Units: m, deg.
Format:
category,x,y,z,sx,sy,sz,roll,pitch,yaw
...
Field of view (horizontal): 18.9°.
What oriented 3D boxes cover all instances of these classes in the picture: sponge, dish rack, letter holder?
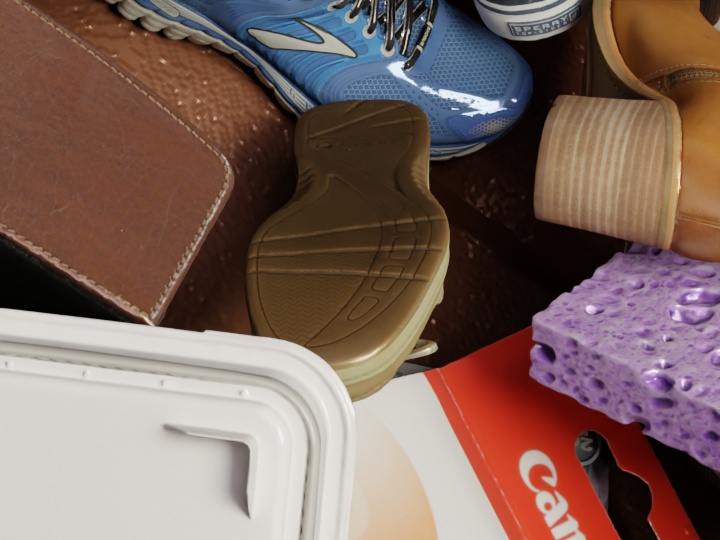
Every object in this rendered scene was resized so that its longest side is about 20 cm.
category,x,y,z,sx,sy,sz,roll,pitch,yaw
sponge,0.171,0.043,0.777,0.199,0.030,0.111,26,39,31
dish rack,-0.107,0.102,0.716,0.199,0.044,0.173,7,97,8
letter holder,-0.146,-0.068,0.809,0.200,0.101,0.143,33,59,-9

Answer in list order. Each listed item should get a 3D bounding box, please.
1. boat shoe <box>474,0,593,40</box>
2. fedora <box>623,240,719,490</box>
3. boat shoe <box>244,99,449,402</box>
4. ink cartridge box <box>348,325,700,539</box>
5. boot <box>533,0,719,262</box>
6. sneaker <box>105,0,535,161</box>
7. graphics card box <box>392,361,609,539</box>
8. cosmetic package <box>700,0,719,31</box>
category,x,y,z,sx,sy,sz,roll,pitch,yaw
boat shoe,0.058,-0.194,0.913,0.071,0.091,0.201,-16,46,4
fedora,0.186,0.041,0.919,0.200,0.090,0.177,32,60,-2
boat shoe,0.000,0.000,0.813,0.073,0.063,0.200,1,29,7
ink cartridge box,0.045,0.112,0.795,0.199,0.050,0.163,-23,80,-23
boot,0.160,-0.064,0.844,0.154,0.077,0.200,8,26,12
sneaker,-0.013,-0.110,0.889,0.199,0.089,0.079,24,63,-17
graphics card box,0.031,0.140,0.837,0.125,0.051,0.201,13,65,-19
cosmetic package,0.230,-0.070,0.987,0.199,0.083,0.051,26,63,-14
